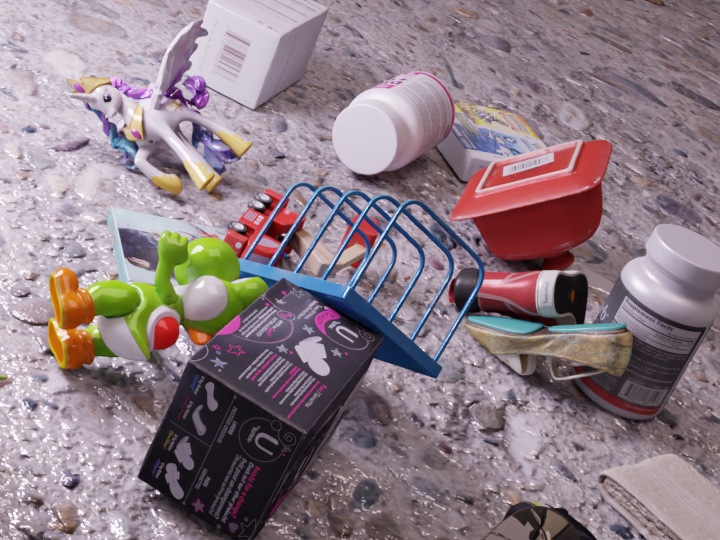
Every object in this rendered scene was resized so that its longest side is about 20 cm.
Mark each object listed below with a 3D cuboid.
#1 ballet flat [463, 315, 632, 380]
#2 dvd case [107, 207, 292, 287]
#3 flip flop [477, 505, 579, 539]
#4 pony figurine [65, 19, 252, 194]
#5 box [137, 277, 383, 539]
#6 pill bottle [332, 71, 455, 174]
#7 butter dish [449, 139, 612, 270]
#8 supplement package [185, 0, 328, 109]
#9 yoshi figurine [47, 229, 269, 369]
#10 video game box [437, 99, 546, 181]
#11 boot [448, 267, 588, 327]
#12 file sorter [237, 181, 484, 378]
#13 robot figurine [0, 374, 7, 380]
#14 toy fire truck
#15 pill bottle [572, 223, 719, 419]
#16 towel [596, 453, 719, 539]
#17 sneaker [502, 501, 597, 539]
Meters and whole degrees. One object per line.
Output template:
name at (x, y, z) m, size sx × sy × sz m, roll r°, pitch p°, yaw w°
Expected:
ballet flat at (0.203, 0.087, 1.517) m, size 0.199 × 0.071 × 0.071 m, roll 2°, pitch 15°, yaw 31°
dvd case at (-0.162, -0.005, 1.454) m, size 0.199 × 0.022 × 0.146 m, roll 13°, pitch 29°, yaw -24°
flip flop at (0.095, 0.256, 1.134) m, size 0.199 × 0.058 × 0.081 m, roll -21°, pitch 59°, yaw -31°
pony figurine at (-0.229, -0.184, 1.615) m, size 0.200 × 0.167 × 0.193 m, roll 41°, pitch 35°, yaw 0°
box at (-0.080, 0.117, 1.176) m, size 0.114 × 0.133 × 0.200 m, roll 31°, pitch 26°, yaw 8°
pill bottle at (0.045, -0.200, 1.874) m, size 0.113 × 0.114 × 0.200 m, roll 30°, pitch 27°, yaw 13°
butter dish at (0.237, -0.068, 1.773) m, size 0.199 × 0.148 × 0.200 m, roll -13°, pitch 19°, yaw 21°
supplement package at (-0.145, -0.326, 1.947) m, size 0.117 × 0.117 × 0.200 m, roll 27°, pitch 26°, yaw 8°
yoshi figurine at (-0.186, 0.021, 1.261) m, size 0.199 × 0.113 × 0.112 m, roll -8°, pitch 2°, yaw -23°
video game box at (0.196, -0.185, 2.047) m, size 0.181 × 0.047 × 0.200 m, roll 11°, pitch 29°, yaw -29°
boot at (0.186, 0.031, 1.621) m, size 0.144 × 0.073 × 0.200 m, roll 2°, pitch -7°, yaw 24°
file sorter at (0.000, 0.000, 1.327) m, size 0.139 × 0.123 × 0.200 m, roll 41°, pitch -16°, yaw -34°
robot figurine at (-0.374, 0.063, 1.054) m, size 0.199 × 0.116 × 0.176 m, roll 20°, pitch 15°, yaw -8°
toy fire truck at (-0.066, -0.028, 1.500) m, size 0.141 × 0.049 × 0.200 m, roll 27°, pitch 26°, yaw 2°
pill bottle at (0.327, 0.057, 1.536) m, size 0.115 × 0.201 × 0.116 m, roll 19°, pitch 26°, yaw -10°
towel at (0.342, 0.259, 1.369) m, size 0.132 × 0.035 × 0.200 m, roll -3°, pitch 36°, yaw -44°
sneaker at (0.206, 0.266, 1.201) m, size 0.083 × 0.072 × 0.200 m, roll 2°, pitch 34°, yaw -40°
